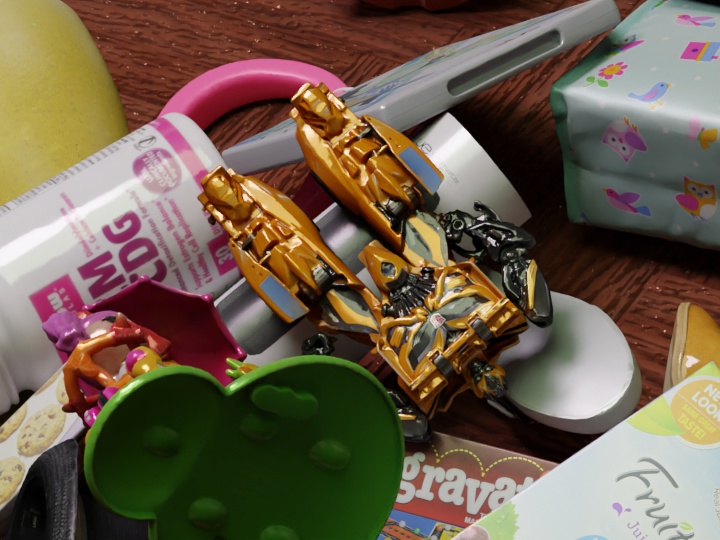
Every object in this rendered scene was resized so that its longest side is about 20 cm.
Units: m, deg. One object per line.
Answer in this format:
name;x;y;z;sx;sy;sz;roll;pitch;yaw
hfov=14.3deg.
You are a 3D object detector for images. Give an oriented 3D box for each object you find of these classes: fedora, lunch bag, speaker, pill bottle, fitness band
fedora;-0.142;0.193;1.520;0.091;0.201;0.201;11;39;-15
lunch bag;0.236;-0.105;1.719;0.170;0.122;0.200;15;42;35
speaker;0.000;0.000;1.639;0.200;0.081;0.081;-39;43;-1
pill bottle;-0.164;0.003;1.658;0.199;0.114;0.113;-31;43;-12
fitness band;-0.074;-0.068;1.846;0.143;0.038;0.200;-2;42;17

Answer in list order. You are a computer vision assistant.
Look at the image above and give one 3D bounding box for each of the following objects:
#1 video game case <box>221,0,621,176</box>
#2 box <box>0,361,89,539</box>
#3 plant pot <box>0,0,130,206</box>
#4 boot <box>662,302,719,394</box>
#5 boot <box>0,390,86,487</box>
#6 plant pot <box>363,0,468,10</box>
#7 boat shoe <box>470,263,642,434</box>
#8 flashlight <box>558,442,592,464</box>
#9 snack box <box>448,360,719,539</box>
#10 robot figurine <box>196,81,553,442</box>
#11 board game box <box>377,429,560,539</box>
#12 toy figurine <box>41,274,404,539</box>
video game case;0.034;-0.110;1.735;0.182;0.022;0.200;-27;8;-30
box;-0.200;0.121;1.607;0.200;0.039;0.041;-44;64;0
plant pot;-0.216;-0.051;1.780;0.200;0.200;0.142;-32;61;-16
boot;0.239;0.086;1.560;0.143;0.071;0.201;4;29;0
boot;-0.168;0.118;1.661;0.199;0.066;0.175;-27;35;-9
plant pot;0.043;-0.296;1.951;0.200;0.201;0.196;-1;52;18
boat shoe;0.101;0.052;1.612;0.071;0.064;0.200;-43;33;-9
flashlight;0.066;0.109;1.583;0.199;0.068;0.068;7;26;24
snack box;0.144;0.171;1.424;0.200;0.068;0.169;-34;68;-7
robot figurine;0.008;-0.003;1.562;0.145;0.058;0.200;-43;67;-4
board game box;0.056;0.143;1.533;0.199;0.019;0.103;13;79;23
toy figurine;-0.104;0.068;1.493;0.184;0.200;0.151;37;100;48
